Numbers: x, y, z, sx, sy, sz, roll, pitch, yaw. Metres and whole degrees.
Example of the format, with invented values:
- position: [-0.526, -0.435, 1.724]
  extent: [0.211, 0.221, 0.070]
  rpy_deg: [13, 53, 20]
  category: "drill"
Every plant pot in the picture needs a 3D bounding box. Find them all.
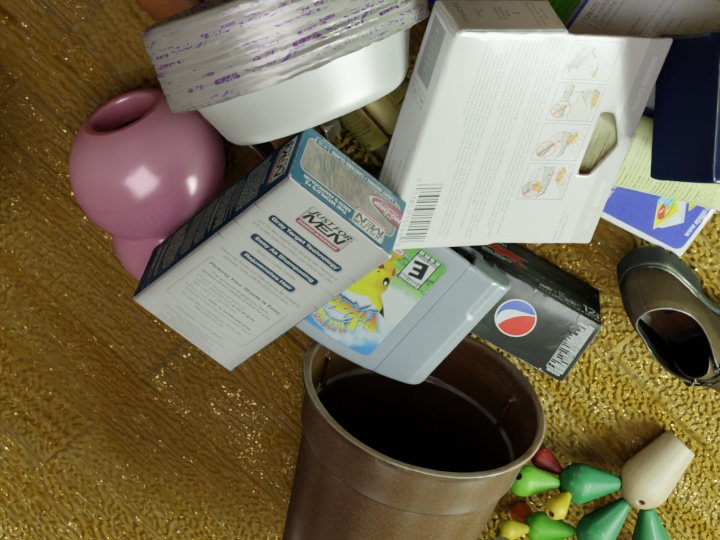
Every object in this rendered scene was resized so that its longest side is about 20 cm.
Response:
- position: [0.026, 0.175, 1.749]
  extent: [0.200, 0.200, 0.199]
  rpy_deg: [17, 123, -3]
  category: "plant pot"

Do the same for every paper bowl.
- position: [-0.046, -0.158, 1.519]
  extent: [0.200, 0.201, 0.105]
  rpy_deg: [-19, 99, 14]
  category: "paper bowl"

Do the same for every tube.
- position: [0.229, -0.085, 1.620]
  extent: [0.199, 0.052, 0.058]
  rpy_deg: [14, 85, -11]
  category: "tube"

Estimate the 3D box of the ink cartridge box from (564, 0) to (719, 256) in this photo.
- position: [0.220, -0.132, 1.640]
  extent: [0.200, 0.047, 0.198]
  rpy_deg: [27, 117, -18]
  category: "ink cartridge box"

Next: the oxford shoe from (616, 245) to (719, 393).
- position: [0.278, 0.070, 1.716]
  extent: [0.200, 0.085, 0.073]
  rpy_deg: [34, 126, -26]
  category: "oxford shoe"

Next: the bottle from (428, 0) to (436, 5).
- position: [0.098, -0.285, 1.552]
  extent: [0.065, 0.083, 0.201]
  rpy_deg: [18, 91, -33]
  category: "bottle"

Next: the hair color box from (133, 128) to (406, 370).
- position: [-0.069, -0.013, 1.579]
  extent: [0.100, 0.061, 0.200]
  rpy_deg: [37, 134, -20]
  category: "hair color box"

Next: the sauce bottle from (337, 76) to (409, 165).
- position: [0.023, -0.119, 1.671]
  extent: [0.066, 0.066, 0.200]
  rpy_deg: [-36, 107, 20]
  category: "sauce bottle"

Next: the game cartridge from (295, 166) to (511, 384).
- position: [0.000, 0.000, 1.661]
  extent: [0.200, 0.041, 0.133]
  rpy_deg: [35, 118, -14]
  category: "game cartridge"

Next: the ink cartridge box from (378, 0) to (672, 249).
- position: [0.114, -0.104, 1.567]
  extent: [0.176, 0.045, 0.200]
  rpy_deg: [-2, 132, -24]
  category: "ink cartridge box"

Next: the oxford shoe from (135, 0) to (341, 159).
- position: [-0.109, -0.154, 1.644]
  extent: [0.200, 0.071, 0.071]
  rpy_deg: [44, 73, -3]
  category: "oxford shoe"

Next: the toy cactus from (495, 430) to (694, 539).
- position: [0.215, 0.205, 1.805]
  extent: [0.200, 0.102, 0.165]
  rpy_deg: [43, 93, -12]
  category: "toy cactus"

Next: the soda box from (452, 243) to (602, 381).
- position: [0.094, 0.007, 1.719]
  extent: [0.200, 0.071, 0.063]
  rpy_deg: [30, 113, -9]
  category: "soda box"

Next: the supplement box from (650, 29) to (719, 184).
- position: [0.325, -0.114, 1.554]
  extent: [0.199, 0.109, 0.110]
  rpy_deg: [3, 93, -18]
  category: "supplement box"

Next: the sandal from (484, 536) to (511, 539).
- position: [0.107, 0.270, 1.800]
  extent: [0.050, 0.203, 0.083]
  rpy_deg: [23, 75, -18]
  category: "sandal"

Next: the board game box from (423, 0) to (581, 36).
- position: [0.147, -0.232, 1.615]
  extent: [0.101, 0.048, 0.200]
  rpy_deg: [34, 113, -10]
  category: "board game box"

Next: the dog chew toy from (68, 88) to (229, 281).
- position: [-0.150, -0.043, 1.696]
  extent: [0.124, 0.125, 0.200]
  rpy_deg: [-16, 120, 12]
  category: "dog chew toy"
